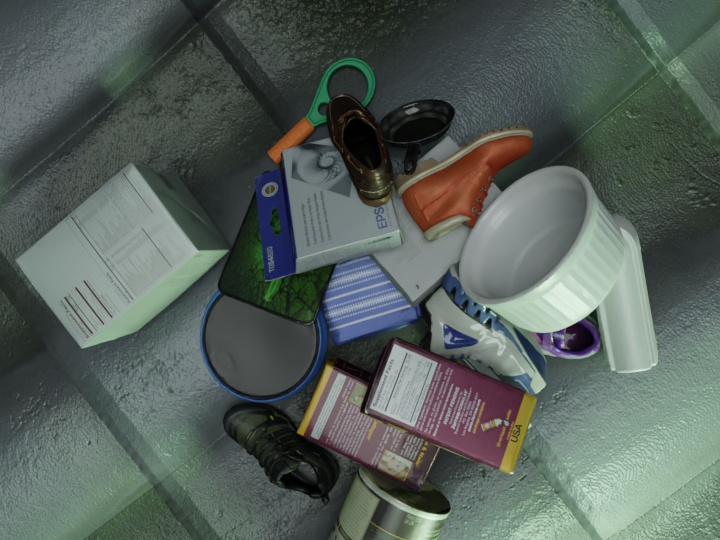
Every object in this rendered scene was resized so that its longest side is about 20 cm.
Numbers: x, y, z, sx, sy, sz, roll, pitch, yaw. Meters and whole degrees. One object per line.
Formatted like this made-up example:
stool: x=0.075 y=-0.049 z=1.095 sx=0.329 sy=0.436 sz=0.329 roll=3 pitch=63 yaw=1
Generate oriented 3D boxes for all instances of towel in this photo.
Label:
towel: x=0.000 y=0.000 z=0.988 sx=0.143 sy=0.024 sz=0.203 roll=-17 pitch=90 yaw=3

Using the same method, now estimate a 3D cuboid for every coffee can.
coffee can: x=0.025 y=0.398 z=0.941 sx=0.145 sy=0.146 sz=0.202 roll=24 pitch=93 yaw=1

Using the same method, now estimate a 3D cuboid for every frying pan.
frying pan: x=0.090 y=-0.188 z=0.912 sx=0.113 sy=0.191 sz=0.031 roll=-22 pitch=130 yaw=-1

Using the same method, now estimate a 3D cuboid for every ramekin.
ramekin: x=0.229 y=-0.021 z=0.819 sx=0.097 sy=0.200 sz=0.201 roll=35 pitch=94 yaw=-25

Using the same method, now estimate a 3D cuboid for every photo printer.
photo printer: x=0.357 y=0.023 z=0.903 sx=0.068 sy=0.166 sz=0.203 roll=-10 pitch=93 yaw=21

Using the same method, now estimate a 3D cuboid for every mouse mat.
mouse mat: x=-0.109 y=-0.036 z=0.970 sx=0.159 sy=0.008 sz=0.203 roll=19 pitch=80 yaw=9

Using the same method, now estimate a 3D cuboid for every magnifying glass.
magnifying glass: x=-0.060 y=-0.236 z=0.982 sx=0.200 sy=0.022 sz=0.080 roll=-42 pitch=90 yaw=2

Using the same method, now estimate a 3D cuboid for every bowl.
bowl: x=-0.148 y=0.101 z=0.989 sx=0.197 sy=0.039 sz=0.204 roll=0 pitch=92 yaw=2

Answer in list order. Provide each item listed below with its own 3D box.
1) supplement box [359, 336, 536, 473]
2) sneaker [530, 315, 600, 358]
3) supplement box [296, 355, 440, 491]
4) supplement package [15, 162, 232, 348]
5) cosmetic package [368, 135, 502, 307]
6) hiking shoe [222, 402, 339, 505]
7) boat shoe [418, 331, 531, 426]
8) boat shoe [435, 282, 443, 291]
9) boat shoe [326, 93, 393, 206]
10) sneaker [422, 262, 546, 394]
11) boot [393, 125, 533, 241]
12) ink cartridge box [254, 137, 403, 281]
supplement box: x=0.108 y=0.176 z=0.856 sx=0.197 sy=0.131 sz=0.104 roll=22 pitch=79 yaw=3
sneaker: x=0.259 y=0.087 z=0.947 sx=0.197 sy=0.088 sz=0.082 roll=7 pitch=94 yaw=3
supplement box: x=0.020 y=0.221 z=0.963 sx=0.198 sy=0.086 sz=0.112 roll=25 pitch=93 yaw=2
supplement package: x=-0.316 y=-0.022 z=0.915 sx=0.199 sy=0.191 sz=0.148 roll=-38 pitch=90 yaw=3
cosmetic package: x=0.101 y=-0.070 z=0.935 sx=0.199 sy=0.052 sz=0.151 roll=-40 pitch=74 yaw=-5
hiking shoe: x=-0.119 y=0.265 z=0.964 sx=0.198 sy=0.101 sz=0.076 roll=31 pitch=93 yaw=1
boat shoe: x=0.168 y=0.165 z=0.967 sx=0.064 sy=0.071 sz=0.200 roll=-42 pitch=82 yaw=3
boat shoe: x=0.206 y=-0.001 z=0.958 sx=0.198 sy=0.060 sz=0.076 roll=-26 pitch=91 yaw=3
boat shoe: x=-0.002 y=-0.181 z=0.890 sx=0.069 sy=0.071 sz=0.202 roll=-22 pitch=54 yaw=-4
sneaker: x=0.158 y=0.096 z=0.905 sx=0.200 sy=0.081 sz=0.115 roll=47 pitch=117 yaw=-1
boot: x=0.154 y=-0.116 z=0.884 sx=0.198 sy=0.075 sz=0.108 roll=-27 pitch=77 yaw=7
ink cartridge box: x=-0.055 y=-0.098 z=0.916 sx=0.197 sy=0.041 sz=0.202 roll=-16 pitch=56 yaw=5
